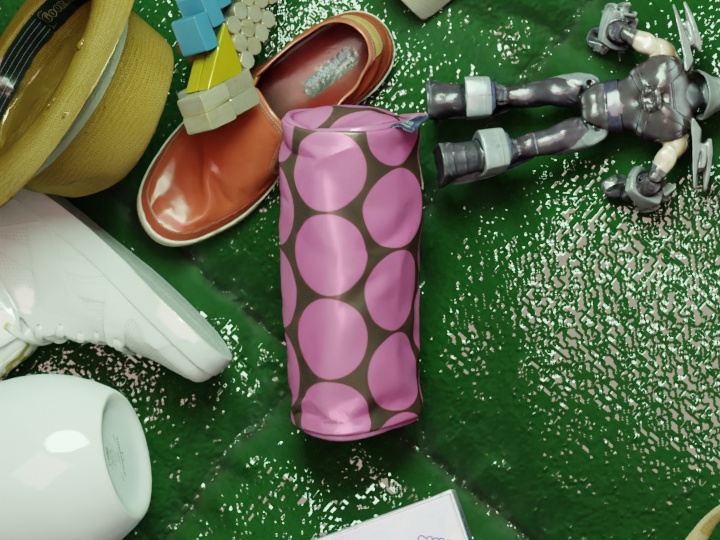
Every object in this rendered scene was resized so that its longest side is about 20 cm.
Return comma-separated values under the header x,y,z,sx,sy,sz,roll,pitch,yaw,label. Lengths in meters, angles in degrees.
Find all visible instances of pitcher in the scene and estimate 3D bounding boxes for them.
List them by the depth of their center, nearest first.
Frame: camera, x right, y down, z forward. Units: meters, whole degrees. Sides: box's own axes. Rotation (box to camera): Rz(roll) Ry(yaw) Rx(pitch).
x,y,z,sx,sy,sz,roll,pitch,yaw,label
-0.229,0.159,1.709,0.199,0.121,0.173,-14,88,15,pitcher

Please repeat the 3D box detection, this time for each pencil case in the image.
x,y,z,sx,sy,sz,roll,pitch,yaw,label
0.000,0.000,1.691,0.090,0.093,0.202,12,105,44,pencil case

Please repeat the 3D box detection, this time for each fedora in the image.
x,y,z,sx,sy,sz,roll,pitch,yaw,label
-0.172,-0.103,1.680,0.082,0.200,0.201,30,89,-26,fedora

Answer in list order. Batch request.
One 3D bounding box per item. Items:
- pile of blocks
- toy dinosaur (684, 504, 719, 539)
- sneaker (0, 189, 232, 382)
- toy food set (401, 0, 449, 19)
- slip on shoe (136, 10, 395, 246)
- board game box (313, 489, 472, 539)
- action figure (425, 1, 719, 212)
x,y,z,sx,sy,sz,roll,pitch,yaw,label
-0.091,-0.175,1.719,0.062,0.082,0.201,-10,54,46,pile of blocks
0.174,0.223,1.690,0.100,0.058,0.201,10,94,-7,toy dinosaur
-0.182,0.034,1.737,0.200,0.074,0.116,38,92,18,sneaker
0.035,-0.282,1.747,0.143,0.060,0.200,-38,79,12,toy food set
-0.063,-0.092,1.735,0.200,0.061,0.074,-39,83,4,slip on shoe
-0.001,0.262,1.704,0.199,0.041,0.201,-19,84,4,board game box
0.141,-0.100,1.709,0.198,0.069,0.131,-7,77,3,action figure
